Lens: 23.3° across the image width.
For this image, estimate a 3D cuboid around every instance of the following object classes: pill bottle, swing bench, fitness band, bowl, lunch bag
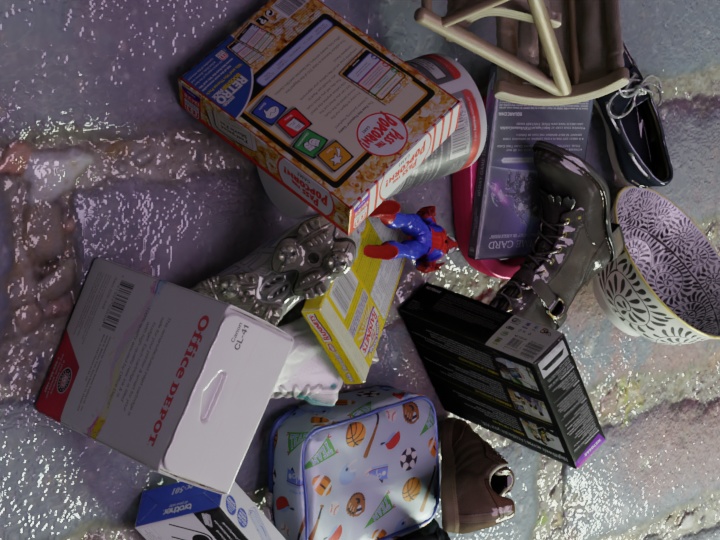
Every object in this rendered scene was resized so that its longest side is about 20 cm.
[{"bbox_3d":[0.009,-0.123,1.627,0.199,0.116,0.116,-21,116,-30],"label":"pill bottle"},{"bbox_3d":[0.153,-0.283,1.657,0.200,0.129,0.200,38,43,-45],"label":"swing bench"},{"bbox_3d":[0.158,-0.090,1.835,0.143,0.037,0.201,-20,114,-37],"label":"fitness band"},{"bbox_3d":[0.322,0.013,1.954,0.200,0.201,0.094,11,139,-44],"label":"bowl"},{"bbox_3d":[-0.009,0.206,1.736,0.199,0.075,0.161,-12,107,-40],"label":"lunch bag"}]

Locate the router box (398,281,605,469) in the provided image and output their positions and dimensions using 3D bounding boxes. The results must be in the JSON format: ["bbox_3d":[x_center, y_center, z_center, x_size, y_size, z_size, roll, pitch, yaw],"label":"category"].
[{"bbox_3d":[0.141,0.104,1.763,0.051,0.200,0.150,-42,128,-23],"label":"router box"}]

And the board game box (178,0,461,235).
[{"bbox_3d":[-0.036,-0.146,1.531,0.151,0.200,0.046,-44,161,-23],"label":"board game box"}]

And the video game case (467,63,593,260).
[{"bbox_3d":[0.179,-0.113,1.813,0.142,0.019,0.201,-3,106,-39],"label":"video game case"}]

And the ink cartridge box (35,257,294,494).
[{"bbox_3d":[-0.168,0.086,1.471,0.085,0.200,0.148,27,84,-43],"label":"ink cartridge box"}]

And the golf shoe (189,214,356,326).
[{"bbox_3d":[-0.090,0.016,1.592,0.199,0.097,0.079,-29,101,9],"label":"golf shoe"}]

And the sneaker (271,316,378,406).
[{"bbox_3d":[-0.061,0.097,1.641,0.200,0.075,0.089,-30,88,-34],"label":"sneaker"}]

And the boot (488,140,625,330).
[{"bbox_3d":[0.188,-0.014,1.793,0.174,0.069,0.200,-49,130,-18],"label":"boot"}]

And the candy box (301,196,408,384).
[{"bbox_3d":[0.000,0.000,1.663,0.102,0.026,0.200,62,34,-37],"label":"candy box"}]

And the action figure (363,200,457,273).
[{"bbox_3d":[0.056,-0.031,1.693,0.200,0.051,0.066,8,79,-72],"label":"action figure"}]

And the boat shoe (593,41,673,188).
[{"bbox_3d":[0.289,-0.181,1.899,0.075,0.062,0.201,-26,108,-29],"label":"boat shoe"}]

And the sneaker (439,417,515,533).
[{"bbox_3d":[0.120,0.212,1.790,0.075,0.200,0.071,-1,112,4],"label":"sneaker"}]

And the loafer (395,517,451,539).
[{"bbox_3d":[0.063,0.301,1.763,0.072,0.200,0.073,-24,91,-6],"label":"loafer"}]

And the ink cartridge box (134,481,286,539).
[{"bbox_3d":[-0.118,0.271,1.643,0.200,0.094,0.044,54,30,-38],"label":"ink cartridge box"}]
